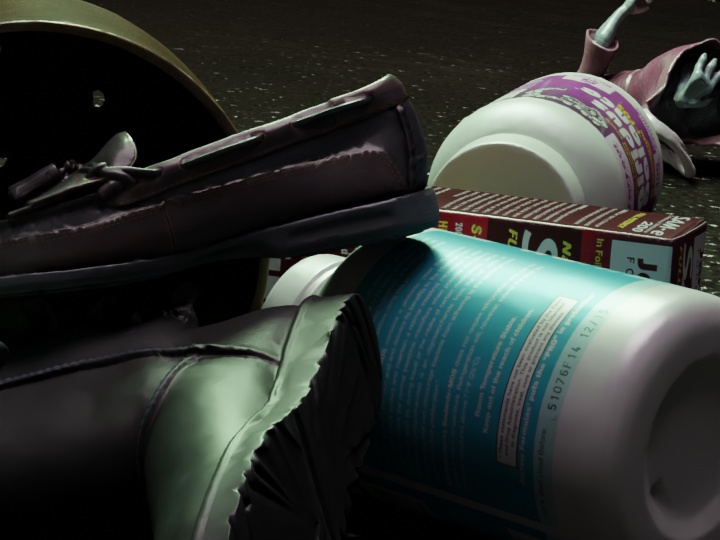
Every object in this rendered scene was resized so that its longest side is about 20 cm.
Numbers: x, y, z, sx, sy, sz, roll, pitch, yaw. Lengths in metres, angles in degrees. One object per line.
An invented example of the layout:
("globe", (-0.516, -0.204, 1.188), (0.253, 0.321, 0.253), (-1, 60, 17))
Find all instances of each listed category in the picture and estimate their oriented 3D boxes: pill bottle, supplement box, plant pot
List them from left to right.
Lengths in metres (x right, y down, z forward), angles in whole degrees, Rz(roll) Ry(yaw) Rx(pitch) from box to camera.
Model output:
("plant pot", (-0.139, -0.042, 1.088), (0.185, 0.188, 0.200), (2, 21, -8))
("supplement box", (0.042, 0.023, 1.089), (0.198, 0.110, 0.061), (7, 11, 20))
("pill bottle", (0.051, 0.045, 0.980), (0.199, 0.112, 0.110), (15, 17, 41))
("pill bottle", (0.099, -0.044, 1.405), (0.111, 0.113, 0.200), (6, 13, 15))

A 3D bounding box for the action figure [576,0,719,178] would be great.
("action figure", (0.212, -0.116, 1.890), (0.199, 0.134, 0.149), (-1, 47, 50))

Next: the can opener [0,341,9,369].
("can opener", (-0.187, 0.043, 0.915), (0.199, 0.064, 0.078), (-16, 0, 44))

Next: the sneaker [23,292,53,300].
("sneaker", (-0.152, -0.002, 1.248), (0.087, 0.075, 0.200), (2, 12, 16))

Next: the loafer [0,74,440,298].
("loafer", (-0.071, -0.030, 0.964), (0.198, 0.064, 0.072), (-9, 4, -6))

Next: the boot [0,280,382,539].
("boot", (-0.087, 0.074, 0.897), (0.161, 0.074, 0.199), (-7, 30, 18))
